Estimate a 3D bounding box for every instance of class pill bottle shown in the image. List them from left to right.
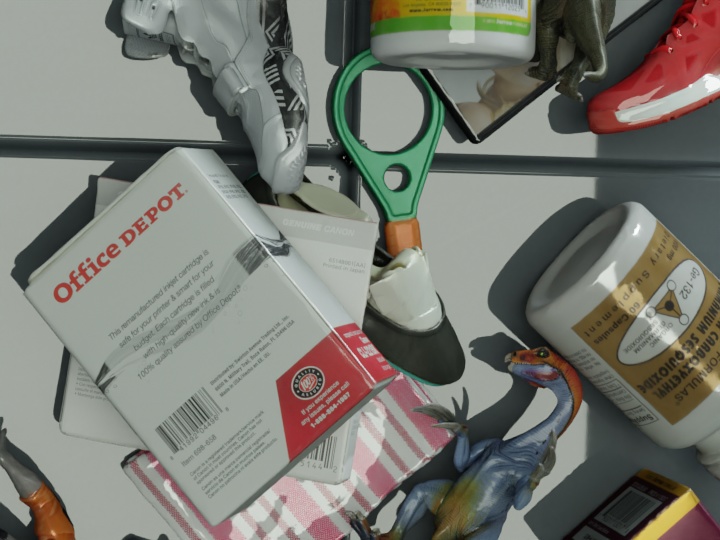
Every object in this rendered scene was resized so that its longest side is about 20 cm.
[{"bbox_3d":[0.063,-0.239,1.656,0.110,0.111,0.202,1,88,-10],"label":"pill bottle"},{"bbox_3d":[0.221,0.058,1.730,0.200,0.114,0.114,43,85,-10],"label":"pill bottle"}]

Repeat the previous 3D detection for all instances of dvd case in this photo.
[{"bbox_3d":[0.115,-0.203,1.736,0.200,0.018,0.143,-38,99,-12],"label":"dvd case"}]

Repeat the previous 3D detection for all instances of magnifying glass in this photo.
[{"bbox_3d":[0.026,-0.057,1.737,0.079,0.022,0.202,-8,93,-10],"label":"magnifying glass"}]

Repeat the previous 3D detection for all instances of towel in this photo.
[{"bbox_3d":[-0.048,0.125,1.727,0.200,0.030,0.147,-42,99,-5],"label":"towel"}]

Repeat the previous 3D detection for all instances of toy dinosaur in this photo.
[{"bbox_3d":[0.080,0.140,1.719,0.181,0.200,0.105,-37,69,-20],"label":"toy dinosaur"},{"bbox_3d":[0.146,-0.176,1.669,0.076,0.200,0.103,15,111,11],"label":"toy dinosaur"}]

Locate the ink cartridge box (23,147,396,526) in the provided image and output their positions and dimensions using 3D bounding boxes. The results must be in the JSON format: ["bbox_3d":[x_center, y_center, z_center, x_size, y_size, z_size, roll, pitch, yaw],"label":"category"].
[{"bbox_3d":[-0.097,0.040,1.609,0.144,0.084,0.200,-41,85,10],"label":"ink cartridge box"}]

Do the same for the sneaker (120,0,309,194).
[{"bbox_3d":[-0.099,-0.140,1.666,0.114,0.075,0.201,-8,73,-5],"label":"sneaker"}]

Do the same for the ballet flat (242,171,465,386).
[{"bbox_3d":[0.000,0.000,1.689,0.200,0.068,0.068,38,43,-1],"label":"ballet flat"}]

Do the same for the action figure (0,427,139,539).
[{"bbox_3d":[-0.222,0.236,1.667,0.193,0.105,0.200,40,84,0],"label":"action figure"}]

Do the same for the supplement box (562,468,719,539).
[{"bbox_3d":[0.243,0.247,1.746,0.086,0.110,0.200,-39,99,-5],"label":"supplement box"}]

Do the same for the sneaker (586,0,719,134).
[{"bbox_3d":[0.228,-0.177,1.739,0.199,0.078,0.116,-26,98,-21],"label":"sneaker"}]

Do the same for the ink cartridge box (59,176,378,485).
[{"bbox_3d":[-0.091,0.040,1.673,0.198,0.045,0.178,10,93,10],"label":"ink cartridge box"}]
